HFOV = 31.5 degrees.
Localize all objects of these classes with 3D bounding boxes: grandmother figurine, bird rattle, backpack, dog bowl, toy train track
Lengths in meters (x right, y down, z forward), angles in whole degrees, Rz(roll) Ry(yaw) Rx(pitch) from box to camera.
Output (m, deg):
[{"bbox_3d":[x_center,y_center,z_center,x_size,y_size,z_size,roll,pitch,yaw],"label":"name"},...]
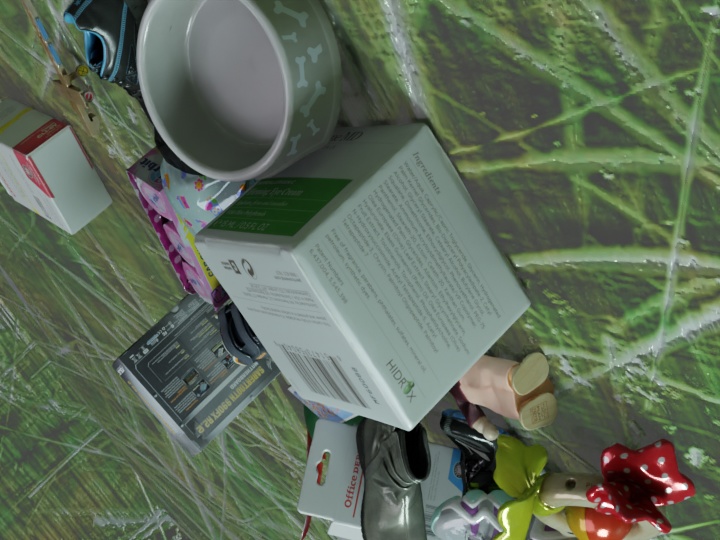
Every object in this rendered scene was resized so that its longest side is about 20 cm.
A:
[{"bbox_3d":[0.114,0.108,1.255,0.199,0.060,0.123,14,113,59],"label":"grandmother figurine"},{"bbox_3d":[0.217,0.208,1.175,0.197,0.114,0.163,-14,148,29],"label":"bird rattle"},{"bbox_3d":[-0.112,-0.078,1.272,0.166,0.127,0.201,20,149,44],"label":"backpack"},{"bbox_3d":[-0.111,-0.168,1.088,0.198,0.058,0.203,16,118,32],"label":"dog bowl"},{"bbox_3d":[-0.365,-0.263,1.573,0.114,0.032,0.202,27,145,57],"label":"toy train track"}]

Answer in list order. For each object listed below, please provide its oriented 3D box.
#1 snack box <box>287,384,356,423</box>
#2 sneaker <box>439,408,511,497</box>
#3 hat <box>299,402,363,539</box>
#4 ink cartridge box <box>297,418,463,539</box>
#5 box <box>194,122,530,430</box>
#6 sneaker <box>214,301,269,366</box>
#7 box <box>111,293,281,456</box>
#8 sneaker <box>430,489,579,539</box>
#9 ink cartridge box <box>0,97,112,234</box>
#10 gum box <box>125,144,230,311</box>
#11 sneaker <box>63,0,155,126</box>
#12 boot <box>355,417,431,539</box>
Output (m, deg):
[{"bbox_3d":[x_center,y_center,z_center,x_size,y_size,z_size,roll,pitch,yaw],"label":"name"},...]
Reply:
[{"bbox_3d":[-0.032,0.135,1.426,0.072,0.024,0.200,42,161,-2],"label":"snack box"},{"bbox_3d":[0.140,0.229,1.366,0.070,0.083,0.201,14,140,54],"label":"sneaker"},{"bbox_3d":[-0.058,0.198,1.558,0.201,0.176,0.165,49,158,-5],"label":"hat"},{"bbox_3d":[0.033,0.249,1.445,0.197,0.117,0.067,14,157,0],"label":"ink cartridge box"},{"bbox_3d":[0.000,0.000,1.125,0.198,0.171,0.201,7,134,59],"label":"box"},{"bbox_3d":[-0.115,0.063,1.398,0.200,0.078,0.080,108,141,-79],"label":"sneaker"},{"bbox_3d":[-0.194,0.111,1.642,0.159,0.200,0.048,47,155,-4],"label":"box"},{"bbox_3d":[0.157,0.297,1.271,0.197,0.141,0.078,-2,137,20],"label":"sneaker"},{"bbox_3d":[-0.471,-0.157,1.872,0.199,0.083,0.146,25,148,45],"label":"ink cartridge box"},{"bbox_3d":[-0.166,-0.062,1.414,0.066,0.113,0.201,29,152,38],"label":"gum box"},{"bbox_3d":[-0.251,-0.221,1.350,0.073,0.082,0.201,27,151,38],"label":"sneaker"},{"bbox_3d":[0.041,0.226,1.325,0.131,0.067,0.203,125,136,-66],"label":"boot"}]
